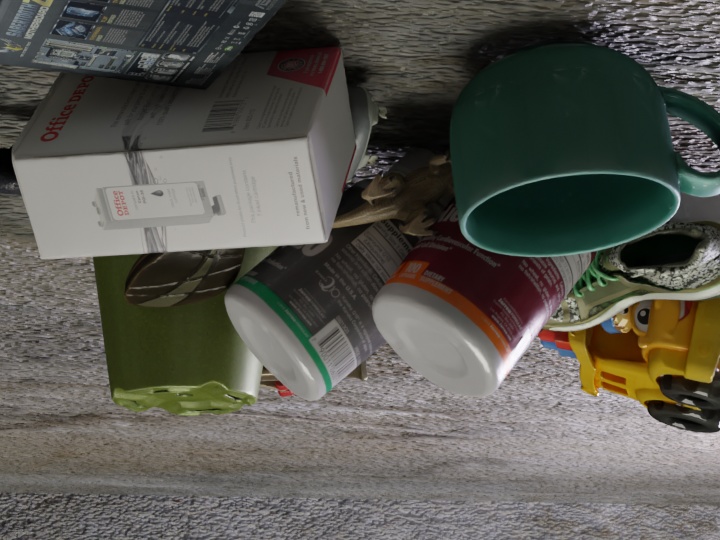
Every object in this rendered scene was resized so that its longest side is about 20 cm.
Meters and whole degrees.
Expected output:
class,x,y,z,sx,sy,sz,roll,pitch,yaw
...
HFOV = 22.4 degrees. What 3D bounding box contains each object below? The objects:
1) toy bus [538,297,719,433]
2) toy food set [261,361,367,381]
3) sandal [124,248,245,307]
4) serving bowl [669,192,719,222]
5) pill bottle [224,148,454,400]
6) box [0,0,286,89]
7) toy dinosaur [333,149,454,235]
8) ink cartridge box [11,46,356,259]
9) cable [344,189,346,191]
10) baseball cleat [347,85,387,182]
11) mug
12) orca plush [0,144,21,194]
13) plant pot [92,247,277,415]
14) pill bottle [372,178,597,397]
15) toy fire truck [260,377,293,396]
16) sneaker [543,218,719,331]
class,x,y,z,sx,sy,sz,roll,pitch,yaw
toy bus,0.232,0.044,1.547,0.191,0.136,0.200,13,166,11
toy food set,-0.093,0.034,1.658,0.199,0.144,0.060,-3,-175,9
sandal,-0.126,-0.038,1.386,0.082,0.055,0.200,4,141,-19
serving bowl,0.219,-0.046,1.543,0.199,0.066,0.200,0,165,0
pill bottle,0.000,0.000,1.442,0.200,0.113,0.113,-40,175,-17
box,-0.140,-0.169,1.093,0.157,0.051,0.200,5,165,-20
toy dinosaur,0.033,-0.054,1.359,0.200,0.058,0.101,-26,-174,6
ink cartridge box,-0.114,-0.081,1.224,0.199,0.147,0.083,-3,120,11
cable,0.051,0.003,1.605,0.097,0.050,0.200,-16,133,25
baseball cleat,-0.060,-0.090,1.358,0.106,0.070,0.200,5,163,-21
mug,0.151,-0.088,1.270,0.185,0.115,0.152,7,156,-31
orca plush,-0.214,-0.099,1.383,0.199,0.071,0.105,7,-151,-10
plant pot,-0.148,0.020,1.535,0.199,0.191,0.200,0,165,0
pill bottle,0.108,-0.013,1.371,0.114,0.200,0.114,32,156,16
toy fire truck,-0.135,0.048,1.735,0.199,0.141,0.049,-1,165,2
sneaker,0.199,-0.007,1.428,0.200,0.077,0.089,-15,160,21
